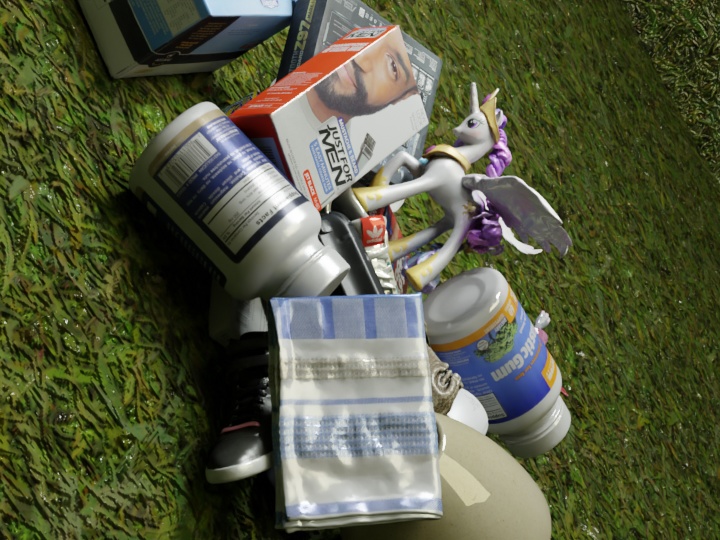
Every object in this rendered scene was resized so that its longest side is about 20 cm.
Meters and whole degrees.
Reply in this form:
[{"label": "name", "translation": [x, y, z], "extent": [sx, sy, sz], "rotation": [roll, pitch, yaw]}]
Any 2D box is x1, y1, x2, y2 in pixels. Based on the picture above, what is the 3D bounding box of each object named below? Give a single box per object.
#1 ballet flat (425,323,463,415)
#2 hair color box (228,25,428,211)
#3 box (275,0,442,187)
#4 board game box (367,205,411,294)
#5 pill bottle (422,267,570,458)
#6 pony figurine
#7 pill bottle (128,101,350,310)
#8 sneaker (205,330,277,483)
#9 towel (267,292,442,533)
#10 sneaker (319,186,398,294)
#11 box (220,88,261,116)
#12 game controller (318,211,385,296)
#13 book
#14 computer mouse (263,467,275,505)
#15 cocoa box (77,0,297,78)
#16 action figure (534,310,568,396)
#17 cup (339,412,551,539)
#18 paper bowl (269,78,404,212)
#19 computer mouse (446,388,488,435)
[{"label": "ballet flat", "translation": [0.065, 0.083, 1.385], "extent": [0.068, 0.046, 0.200], "rotation": [53, 8, -22]}, {"label": "hair color box", "translation": [-0.026, -0.146, 1.345], "extent": [0.200, 0.063, 0.112], "rotation": [-42, 123, -38]}, {"label": "box", "translation": [-0.003, -0.185, 1.453], "extent": [0.199, 0.051, 0.160], "rotation": [24, 74, -46]}, {"label": "board game box", "translation": [0.021, 0.024, 1.468], "extent": [0.202, 0.019, 0.104], "rotation": [-79, 155, -44]}, {"label": "pill bottle", "translation": [0.152, 0.106, 1.516], "extent": [0.201, 0.111, 0.113], "rotation": [56, 27, -26]}, {"label": "pony figurine", "translation": [0.109, -0.069, 1.438], "extent": [0.194, 0.199, 0.166], "rotation": [55, -13, -6]}, {"label": "pill bottle", "translation": [-0.106, -0.045, 1.254], "extent": [0.200, 0.111, 0.111], "rotation": [46, 26, 5]}, {"label": "sneaker", "translation": [-0.099, 0.112, 1.216], "extent": [0.200, 0.070, 0.101], "rotation": [-48, 126, -69]}, {"label": "towel", "translation": [-0.006, 0.117, 1.175], "extent": [0.145, 0.024, 0.203], "rotation": [-1, 74, -13]}, {"label": "sneaker", "translation": [0.000, 0.000, 1.346], "extent": [0.070, 0.094, 0.201], "rotation": [-5, 53, -34]}, {"label": "box", "translation": [-0.075, -0.091, 1.454], "extent": [0.200, 0.070, 0.065], "rotation": [46, 33, -32]}, {"label": "game controller", "translation": [-0.022, 0.048, 1.302], "extent": [0.202, 0.104, 0.042], "rotation": [66, 19, 15]}, {"label": "book", "translation": [-0.068, 0.052, 1.374], "extent": [0.200, 0.048, 0.135], "rotation": [40, 38, -38]}, {"label": "computer mouse", "translation": [-0.042, 0.196, 1.321], "extent": [0.059, 0.034, 0.199], "rotation": [53, 18, 15]}, {"label": "cocoa box", "translation": [-0.171, -0.280, 1.376], "extent": [0.135, 0.130, 0.200], "rotation": [65, 27, 2]}, {"label": "action figure", "translation": [0.167, 0.097, 1.627], "extent": [0.199, 0.135, 0.149], "rotation": [32, 3, -10]}, {"label": "cup", "translation": [0.057, 0.211, 1.263], "extent": [0.202, 0.198, 0.144], "rotation": [-83, 150, -47]}, {"label": "paper bowl", "translation": [-0.012, -0.153, 1.590], "extent": [0.200, 0.104, 0.203], "rotation": [40, 35, -37]}, {"label": "computer mouse", "translation": [0.098, 0.147, 1.439], "extent": [0.110, 0.044, 0.200], "rotation": [44, -6, -4]}]
